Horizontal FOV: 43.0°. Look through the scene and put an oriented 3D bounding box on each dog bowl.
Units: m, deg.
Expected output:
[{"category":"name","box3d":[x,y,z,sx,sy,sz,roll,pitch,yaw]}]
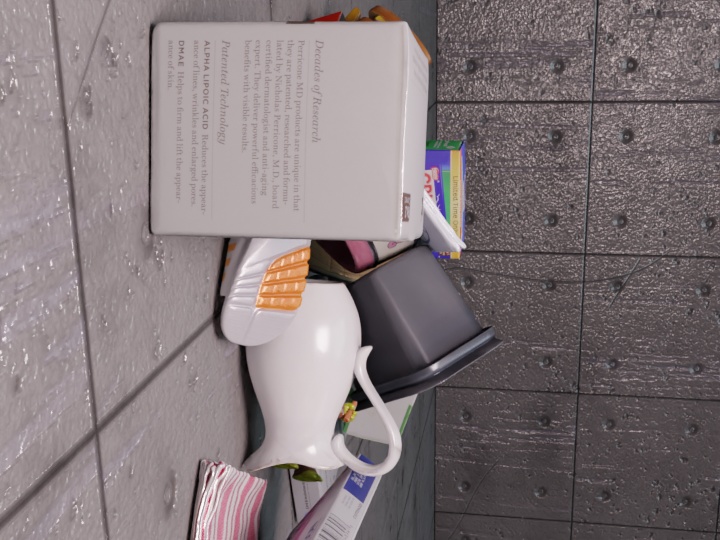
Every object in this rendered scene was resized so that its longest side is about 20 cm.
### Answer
[{"category":"dog bowl","box3d":[-0.028,-0.082,0.999,0.074,0.200,0.200,-39,154,-11]}]

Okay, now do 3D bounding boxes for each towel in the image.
[{"category":"towel","box3d":[-0.125,0.268,0.893,0.200,0.030,0.147,65,29,-70]}]

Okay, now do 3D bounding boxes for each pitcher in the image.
[{"category":"pitcher","box3d":[-0.037,0.112,0.955,0.121,0.171,0.201,-6,98,-74]}]

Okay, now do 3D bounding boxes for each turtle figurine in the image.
[{"category":"turtle figurine","box3d":[-0.065,0.159,1.087,0.200,0.064,0.162,56,45,-54]}]

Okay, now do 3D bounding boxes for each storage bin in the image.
[{"category":"storage bin","box3d":[0.049,0.057,1.019,0.135,0.145,0.200,62,-27,1]}]

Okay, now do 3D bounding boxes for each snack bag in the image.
[{"category":"snack bag","box3d":[0.022,-0.100,0.991,0.200,0.021,0.189,53,-11,-10]}]

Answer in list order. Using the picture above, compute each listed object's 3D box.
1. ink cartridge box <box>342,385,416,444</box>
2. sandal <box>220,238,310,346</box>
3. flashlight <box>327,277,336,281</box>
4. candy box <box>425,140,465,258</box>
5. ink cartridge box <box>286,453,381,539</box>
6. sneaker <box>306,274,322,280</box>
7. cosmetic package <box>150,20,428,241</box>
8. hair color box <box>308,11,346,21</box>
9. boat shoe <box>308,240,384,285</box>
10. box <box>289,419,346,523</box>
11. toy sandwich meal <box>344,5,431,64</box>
[{"category":"ink cartridge box","box3d":[0.033,0.120,1.290,0.200,0.083,0.147,-88,-168,-59]},{"category":"sandal","box3d":[-0.089,-0.027,0.898,0.079,0.059,0.207,22,82,-36]},{"category":"flashlight","box3d":[-0.031,-0.074,1.288,0.068,0.068,0.200,-31,130,-29]},{"category":"candy box","box3d":[0.054,-0.107,1.360,0.077,0.199,0.170,-66,155,-65]},{"category":"ink cartridge box","box3d":[-0.066,0.308,0.946,0.200,0.043,0.196,-52,180,20]},{"category":"sneaker","box3d":[-0.062,0.052,1.152,0.086,0.078,0.200,64,15,10]},{"category":"cosmetic package","box3d":[-0.050,-0.109,0.759,0.165,0.199,0.165,-21,113,-80]},{"category":"hair color box","box3d":[-0.019,-0.218,1.181,0.102,0.061,0.200,-79,150,-46]},{"category":"boat shoe","box3d":[0.000,0.000,1.189,0.065,0.200,0.072,-51,-141,46]},{"category":"box","box3d":[-0.055,0.219,1.252,0.200,0.041,0.156,-74,162,-58]},{"category":"toy sandwich meal","box3d":[0.025,-0.277,1.266,0.070,0.205,0.205,-38,151,-14]}]
